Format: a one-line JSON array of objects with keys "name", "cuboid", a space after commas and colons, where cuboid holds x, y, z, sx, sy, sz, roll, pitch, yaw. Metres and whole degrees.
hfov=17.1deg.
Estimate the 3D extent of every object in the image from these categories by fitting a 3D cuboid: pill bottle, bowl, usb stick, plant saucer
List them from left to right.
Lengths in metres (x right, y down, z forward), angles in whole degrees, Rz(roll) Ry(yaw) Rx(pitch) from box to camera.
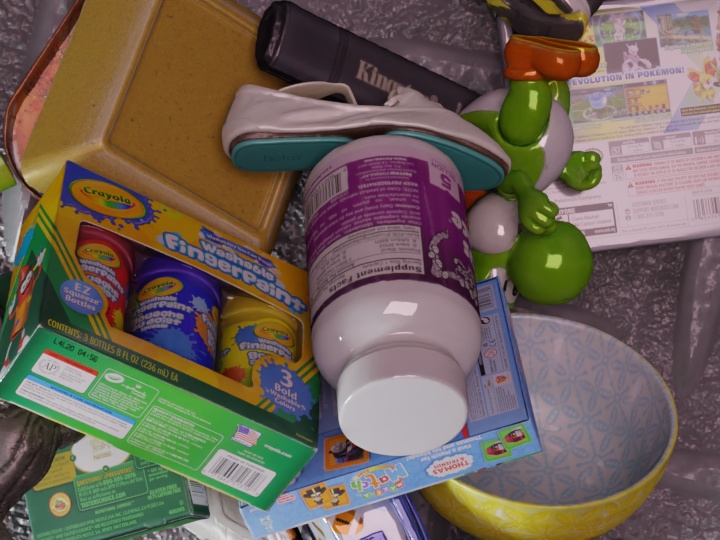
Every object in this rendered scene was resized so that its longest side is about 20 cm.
[{"name": "plant saucer", "cuboid": [-0.111, -0.108, 1.651, 0.200, 0.048, 0.200, 30, 67, -27]}, {"name": "usb stick", "cuboid": [0.010, -0.132, 1.692, 0.200, 0.033, 0.056, 23, 67, -33]}, {"name": "pill bottle", "cuboid": [0.021, 0.017, 1.564, 0.112, 0.112, 0.200, 2, 49, -8]}, {"name": "bowl", "cuboid": [0.115, 0.133, 1.679, 0.200, 0.200, 0.108, 0, 129, -8]}]

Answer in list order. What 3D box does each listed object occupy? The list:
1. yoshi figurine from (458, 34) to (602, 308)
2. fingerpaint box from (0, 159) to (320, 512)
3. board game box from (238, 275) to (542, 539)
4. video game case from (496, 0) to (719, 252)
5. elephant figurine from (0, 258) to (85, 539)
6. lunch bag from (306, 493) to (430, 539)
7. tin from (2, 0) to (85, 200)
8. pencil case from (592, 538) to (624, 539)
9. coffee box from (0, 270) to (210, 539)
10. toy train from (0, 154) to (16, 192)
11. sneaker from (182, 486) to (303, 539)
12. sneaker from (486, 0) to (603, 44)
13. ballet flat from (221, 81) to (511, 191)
[{"name": "yoshi figurine", "cuboid": [0.133, -0.060, 1.687, 0.112, 0.112, 0.200, 7, 101, -23]}, {"name": "fingerpaint box", "cuboid": [-0.125, 0.040, 1.550, 0.200, 0.167, 0.073, 26, 126, -19]}, {"name": "board game box", "cuboid": [0.012, 0.090, 1.611, 0.200, 0.151, 0.037, -17, 128, 6]}, {"name": "video game case", "cuboid": [0.209, -0.109, 1.766, 0.200, 0.022, 0.183, -7, 87, -8]}, {"name": "elephant figurine", "cuboid": [-0.241, 0.095, 1.569, 0.141, 0.200, 0.155, -15, 117, -44]}, {"name": "lunch bag", "cuboid": [0.027, 0.226, 1.645, 0.075, 0.160, 0.200, -26, 89, -9]}, {"name": "tin", "cuboid": [-0.173, -0.132, 1.706, 0.112, 0.042, 0.200, 33, 81, 0]}, {"name": "pencil case", "cuboid": [0.099, 0.222, 1.552, 0.200, 0.089, 0.078, -4, 77, -38]}, {"name": "coffee box", "cuboid": [-0.181, 0.087, 1.651, 0.123, 0.044, 0.200, -17, 78, 15]}, {"name": "toy train", "cuboid": [-0.287, -0.046, 1.662, 0.116, 0.085, 0.200, -31, 103, -13]}, {"name": "sneaker", "cuboid": [-0.105, 0.164, 1.682, 0.092, 0.076, 0.200, -28, 81, 0]}, {"name": "sneaker", "cuboid": [0.096, -0.243, 1.744, 0.200, 0.074, 0.085, 41, 52, 5]}, {"name": "ballet flat", "cuboid": [0.005, -0.098, 1.634, 0.200, 0.069, 0.070, 4, 85, -10]}]
